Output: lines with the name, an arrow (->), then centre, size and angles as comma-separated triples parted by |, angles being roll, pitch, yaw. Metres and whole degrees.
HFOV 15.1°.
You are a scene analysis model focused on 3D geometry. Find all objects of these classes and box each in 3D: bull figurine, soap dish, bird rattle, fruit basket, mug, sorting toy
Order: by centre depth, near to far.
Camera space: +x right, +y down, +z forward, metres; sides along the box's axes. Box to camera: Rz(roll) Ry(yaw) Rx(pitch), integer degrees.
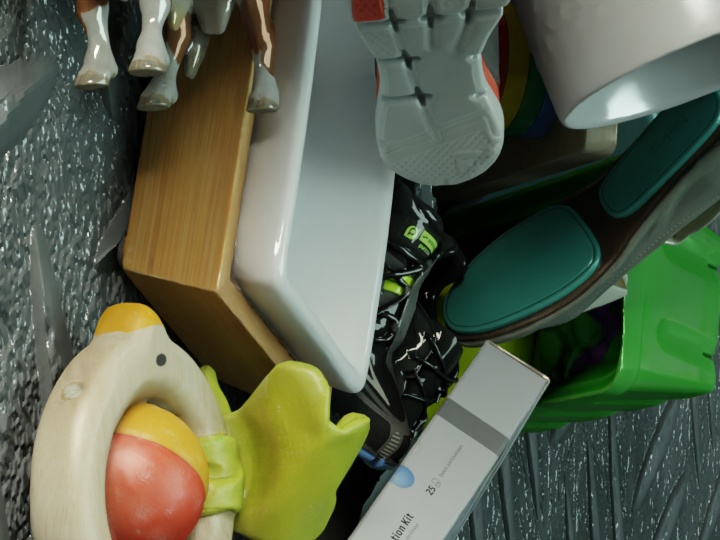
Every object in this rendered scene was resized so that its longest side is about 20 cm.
bull figurine -> -0.086, -0.131, 1.093 | 0.200, 0.065, 0.122 | 9, 78, -65
bird rattle -> -0.092, 0.108, 1.122 | 0.200, 0.112, 0.163 | -61, 137, -33
soap dish -> -0.042, -0.051, 1.239 | 0.157, 0.081, 0.201 | 55, 39, -61
mug -> 0.148, -0.185, 1.285 | 0.147, 0.200, 0.176 | -13, 79, -40
sorting toy -> 0.066, -0.150, 1.459 | 0.199, 0.069, 0.201 | 165, -71, -67
fruit basket -> 0.073, 0.024, 1.509 | 0.216, 0.215, 0.156 | 48, 45, -65

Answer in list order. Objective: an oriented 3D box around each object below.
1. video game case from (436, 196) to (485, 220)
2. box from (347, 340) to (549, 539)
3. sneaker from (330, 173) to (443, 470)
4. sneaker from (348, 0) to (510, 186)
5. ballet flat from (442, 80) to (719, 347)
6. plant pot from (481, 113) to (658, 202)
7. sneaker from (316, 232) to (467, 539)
video game case -> 0.084, -0.128, 1.542 | 0.200, 0.019, 0.143 | 135, -42, -64
box -> 0.009, 0.146, 1.286 | 0.200, 0.041, 0.156 | -54, 173, -45
sneaker -> 0.000, 0.000, 1.323 | 0.071, 0.083, 0.200 | 34, 44, -49
sneaker -> 0.031, -0.131, 1.230 | 0.200, 0.077, 0.082 | 94, -2, -47
ballet flat -> 0.133, -0.017, 1.404 | 0.064, 0.200, 0.067 | 36, 19, -41
plant pot -> 0.129, -0.133, 1.714 | 0.141, 0.141, 0.201 | -60, 139, -58
sneaker -> 0.004, 0.059, 1.374 | 0.076, 0.090, 0.201 | 55, 41, -62
